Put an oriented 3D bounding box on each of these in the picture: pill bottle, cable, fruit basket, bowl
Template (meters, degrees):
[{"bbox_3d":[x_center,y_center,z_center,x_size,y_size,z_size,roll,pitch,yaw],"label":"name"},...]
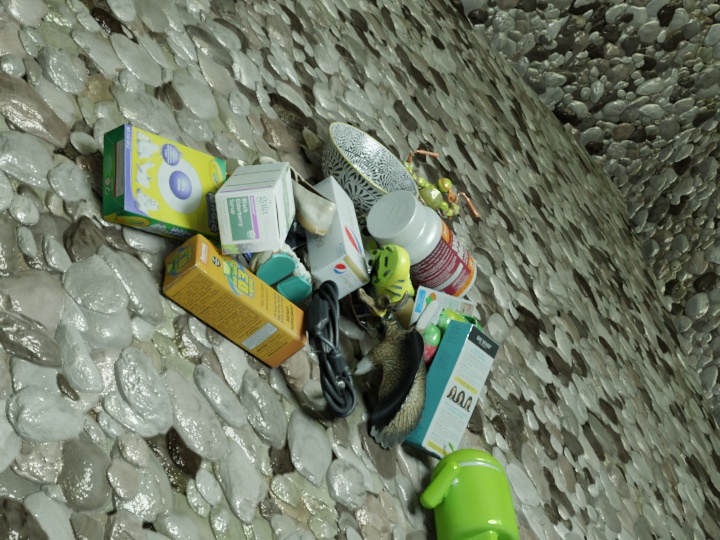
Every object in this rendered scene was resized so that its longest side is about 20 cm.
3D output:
[{"bbox_3d":[0.099,-0.036,1.605,0.200,0.109,0.110,46,24,-43],"label":"pill bottle"},{"bbox_3d":[-0.035,0.106,1.377,0.200,0.050,0.164,-100,174,-64],"label":"cable"},{"bbox_3d":[0.121,0.128,1.576,0.200,0.093,0.186,18,87,-62],"label":"fruit basket"},{"bbox_3d":[-0.002,-0.160,1.764,0.200,0.094,0.201,33,25,-17],"label":"bowl"}]

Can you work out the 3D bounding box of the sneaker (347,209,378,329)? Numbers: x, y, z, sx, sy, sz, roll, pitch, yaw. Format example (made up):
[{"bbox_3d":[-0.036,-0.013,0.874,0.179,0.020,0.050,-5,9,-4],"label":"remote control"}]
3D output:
[{"bbox_3d":[0.000,0.000,1.619,0.077,0.085,0.201,-9,79,-18],"label":"sneaker"}]

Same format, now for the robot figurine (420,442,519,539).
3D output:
[{"bbox_3d":[0.163,0.344,1.433,0.175,0.115,0.201,45,26,-36],"label":"robot figurine"}]

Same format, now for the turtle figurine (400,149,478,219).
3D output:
[{"bbox_3d":[0.121,-0.125,1.884,0.200,0.161,0.065,40,29,-32],"label":"turtle figurine"}]

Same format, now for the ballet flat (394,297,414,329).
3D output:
[{"bbox_3d":[0.046,0.042,1.668,0.063,0.069,0.200,31,24,-28],"label":"ballet flat"}]

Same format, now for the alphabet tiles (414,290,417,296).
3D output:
[{"bbox_3d":[0.085,-0.004,1.770,0.200,0.006,0.167,57,11,-49],"label":"alphabet tiles"}]

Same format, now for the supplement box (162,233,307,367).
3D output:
[{"bbox_3d":[-0.159,0.041,1.278,0.200,0.069,0.067,37,28,-32],"label":"supplement box"}]

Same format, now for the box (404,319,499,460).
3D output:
[{"bbox_3d":[0.138,0.184,1.521,0.082,0.049,0.201,37,72,-41],"label":"box"}]

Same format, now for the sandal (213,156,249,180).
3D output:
[{"bbox_3d":[-0.201,-0.131,1.423,0.081,0.054,0.200,55,29,0],"label":"sandal"}]

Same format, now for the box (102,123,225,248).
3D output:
[{"bbox_3d":[-0.239,-0.102,1.283,0.200,0.048,0.118,17,64,-52],"label":"box"}]

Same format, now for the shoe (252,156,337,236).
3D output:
[{"bbox_3d":[-0.097,-0.124,1.491,0.070,0.054,0.200,9,28,-45],"label":"shoe"}]

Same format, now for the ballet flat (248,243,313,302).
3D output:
[{"bbox_3d":[-0.119,-0.007,1.372,0.200,0.071,0.072,61,3,-71],"label":"ballet flat"}]

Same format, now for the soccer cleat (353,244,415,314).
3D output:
[{"bbox_3d":[0.049,0.015,1.483,0.083,0.200,0.065,10,66,-11],"label":"soccer cleat"}]

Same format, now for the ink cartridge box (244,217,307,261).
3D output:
[{"bbox_3d":[-0.130,-0.069,1.503,0.100,0.039,0.200,57,25,0],"label":"ink cartridge box"}]

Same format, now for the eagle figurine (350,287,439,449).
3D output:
[{"bbox_3d":[0.049,0.140,1.427,0.151,0.151,0.201,5,57,-41],"label":"eagle figurine"}]

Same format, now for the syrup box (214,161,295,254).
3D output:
[{"bbox_3d":[-0.137,-0.086,1.323,0.200,0.081,0.079,-82,167,-74],"label":"syrup box"}]

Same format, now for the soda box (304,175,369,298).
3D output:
[{"bbox_3d":[-0.041,-0.052,1.503,0.068,0.063,0.201,49,19,-37],"label":"soda box"}]
